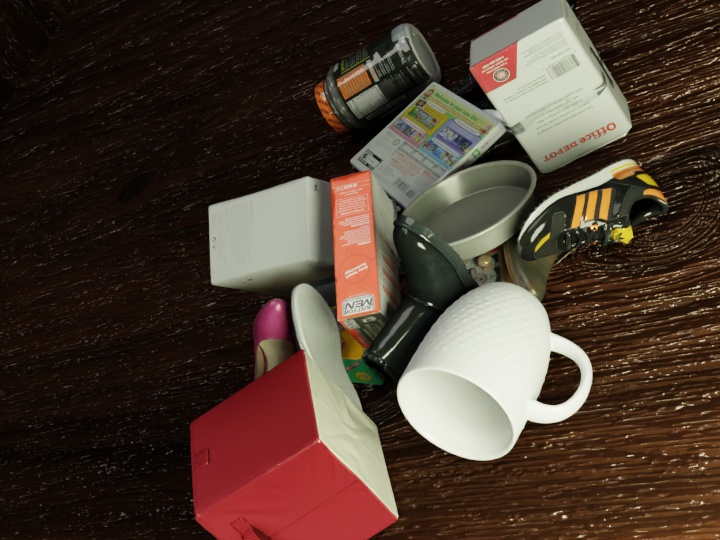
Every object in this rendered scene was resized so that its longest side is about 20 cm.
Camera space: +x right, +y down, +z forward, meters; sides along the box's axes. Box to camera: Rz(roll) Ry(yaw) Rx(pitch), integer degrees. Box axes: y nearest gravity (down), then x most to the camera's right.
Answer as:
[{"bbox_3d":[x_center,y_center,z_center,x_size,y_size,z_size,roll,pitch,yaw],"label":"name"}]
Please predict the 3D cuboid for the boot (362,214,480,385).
[{"bbox_3d":[0.059,0.047,1.457,0.073,0.198,0.163,28,77,40],"label":"boot"}]

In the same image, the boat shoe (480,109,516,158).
[{"bbox_3d":[0.165,-0.196,1.839,0.199,0.070,0.067,4,71,46],"label":"boat shoe"}]

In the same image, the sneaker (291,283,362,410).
[{"bbox_3d":[-0.072,0.122,1.612,0.099,0.202,0.070,-17,2,45],"label":"sneaker"}]

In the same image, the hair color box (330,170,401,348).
[{"bbox_3d":[0.008,-0.014,1.570,0.061,0.102,0.202,-12,62,15],"label":"hair color box"}]

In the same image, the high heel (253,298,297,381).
[{"bbox_3d":[-0.117,0.137,1.640,0.067,0.201,0.096,7,37,-8],"label":"high heel"}]

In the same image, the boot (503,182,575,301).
[{"bbox_3d":[0.239,-0.040,1.552,0.096,0.075,0.201,-29,32,26],"label":"boot"}]

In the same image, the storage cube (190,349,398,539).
[{"bbox_3d":[-0.083,0.238,1.475,0.179,0.171,0.201,-33,32,13],"label":"storage cube"}]

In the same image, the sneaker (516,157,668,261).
[{"bbox_3d":[0.285,-0.060,1.490,0.199,0.070,0.090,-31,55,-16],"label":"sneaker"}]

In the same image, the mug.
[{"bbox_3d":[0.166,0.111,1.402,0.198,0.148,0.176,16,49,23],"label":"mug"}]

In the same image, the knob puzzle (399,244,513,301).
[{"bbox_3d":[0.110,0.042,1.572,0.218,0.031,0.221,-15,47,16],"label":"knob puzzle"}]

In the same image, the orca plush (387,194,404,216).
[{"bbox_3d":[0.041,-0.094,1.840,0.199,0.071,0.106,-34,32,13],"label":"orca plush"}]

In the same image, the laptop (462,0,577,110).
[{"bbox_3d":[0.224,-0.320,1.849,0.199,0.104,0.177,2,37,49],"label":"laptop"}]

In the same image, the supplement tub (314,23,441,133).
[{"bbox_3d":[0.028,-0.323,2.087,0.199,0.123,0.123,-27,34,22],"label":"supplement tub"}]

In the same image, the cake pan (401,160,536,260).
[{"bbox_3d":[0.142,-0.075,1.602,0.199,0.037,0.201,-23,27,12],"label":"cake pan"}]

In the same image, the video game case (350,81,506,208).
[{"bbox_3d":[0.096,-0.183,1.805,0.182,0.022,0.200,-44,37,-2],"label":"video game case"}]

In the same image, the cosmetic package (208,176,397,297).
[{"bbox_3d":[-0.079,-0.040,1.760,0.199,0.199,0.124,-15,73,38],"label":"cosmetic package"}]

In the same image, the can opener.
[{"bbox_3d":[0.000,0.000,1.657,0.198,0.067,0.053,-16,15,-14],"label":"can opener"}]

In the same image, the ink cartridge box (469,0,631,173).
[{"bbox_3d":[0.260,-0.252,1.670,0.144,0.200,0.084,-26,31,24],"label":"ink cartridge box"}]

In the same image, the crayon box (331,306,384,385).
[{"bbox_3d":[-0.024,0.090,1.699,0.199,0.058,0.119,-1,49,47],"label":"crayon box"}]

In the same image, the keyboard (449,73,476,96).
[{"bbox_3d":[0.125,-0.263,1.954,0.199,0.021,0.127,-36,4,29],"label":"keyboard"}]
